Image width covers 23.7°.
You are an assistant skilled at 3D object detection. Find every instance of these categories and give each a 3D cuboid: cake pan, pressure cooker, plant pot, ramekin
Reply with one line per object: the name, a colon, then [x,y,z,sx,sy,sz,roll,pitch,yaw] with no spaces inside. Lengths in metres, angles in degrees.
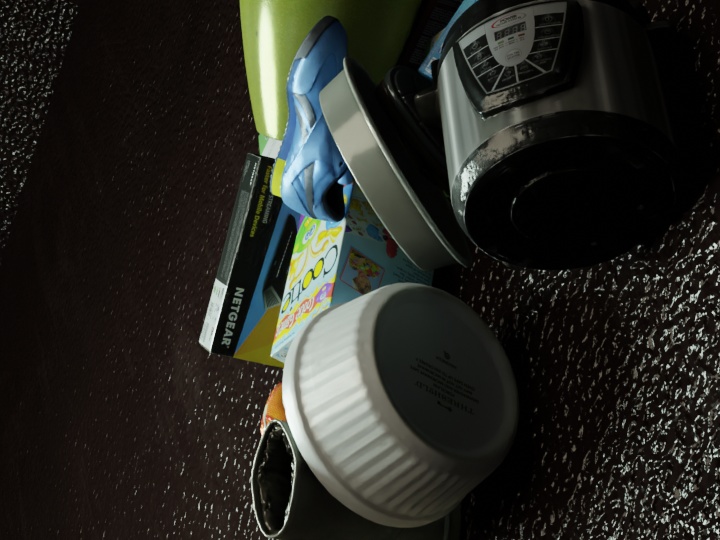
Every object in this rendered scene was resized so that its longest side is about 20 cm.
cake pan: [0.027,-0.082,1.409,0.037,0.200,0.200,-31,38,10]
pressure cooker: [0.143,-0.122,1.303,0.179,0.176,0.200,125,150,-46]
plant pot: [-0.035,-0.219,1.592,0.187,0.187,0.200,-143,61,-65]
ramekin: [0.042,0.102,1.405,0.094,0.202,0.203,-36,44,41]

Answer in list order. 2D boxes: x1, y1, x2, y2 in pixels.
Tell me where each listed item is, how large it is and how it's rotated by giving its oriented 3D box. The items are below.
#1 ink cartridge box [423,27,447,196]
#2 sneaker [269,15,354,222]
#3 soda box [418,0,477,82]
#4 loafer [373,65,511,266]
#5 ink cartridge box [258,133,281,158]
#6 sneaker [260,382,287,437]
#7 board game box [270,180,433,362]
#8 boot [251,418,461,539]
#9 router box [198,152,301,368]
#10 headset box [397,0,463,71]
ink cartridge box: [0.127,-0.158,1.487,0.200,0.076,0.148,151,128,-62]
sneaker: [-0.025,-0.129,1.501,0.066,0.078,0.200,-40,-28,-44]
soda box: [0.138,-0.223,1.418,0.064,0.068,0.200,38,97,41]
loafer: [0.078,-0.079,1.407,0.063,0.200,0.072,-40,10,38]
ink cartridge box: [-0.042,-0.126,1.842,0.146,0.084,0.200,-58,26,35]
sneaker: [-0.051,0.195,1.744,0.077,0.073,0.200,-39,47,31]
board game box: [0.000,0.000,1.598,0.103,0.105,0.200,-38,31,45]
boot: [-0.002,0.158,1.450,0.073,0.200,0.182,-36,47,43]
router box: [-0.063,-0.004,1.712,0.051,0.149,0.200,-153,76,-68]
headset box: [0.063,-0.248,1.685,0.149,0.077,0.200,-107,36,-51]
